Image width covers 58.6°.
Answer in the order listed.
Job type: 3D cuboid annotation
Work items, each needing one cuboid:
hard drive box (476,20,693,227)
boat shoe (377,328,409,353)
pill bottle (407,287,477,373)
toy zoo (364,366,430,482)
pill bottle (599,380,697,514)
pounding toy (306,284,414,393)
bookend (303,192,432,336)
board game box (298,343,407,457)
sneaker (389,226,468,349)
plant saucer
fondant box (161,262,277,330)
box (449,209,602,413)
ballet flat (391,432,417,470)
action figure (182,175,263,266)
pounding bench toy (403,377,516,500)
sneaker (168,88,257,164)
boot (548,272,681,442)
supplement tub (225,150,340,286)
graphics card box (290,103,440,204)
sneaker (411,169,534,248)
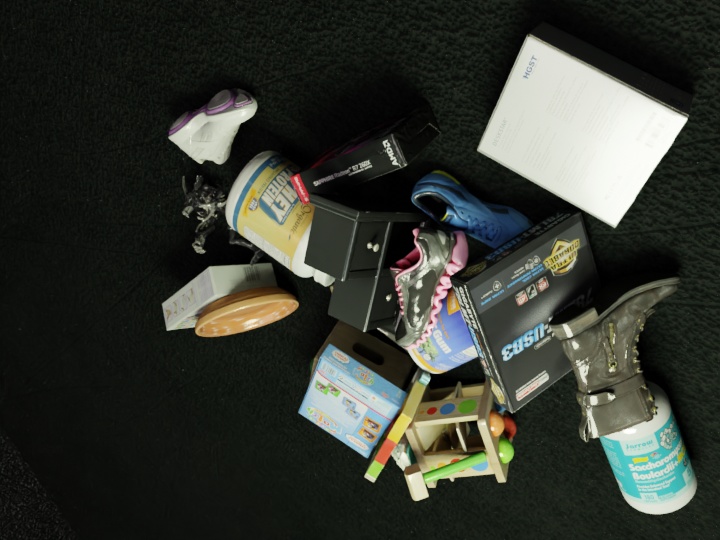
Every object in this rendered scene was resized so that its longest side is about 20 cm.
[{"bbox_3d":[0.263,-0.176,0.771,0.197,0.077,0.158,32,132,12],"label":"hard drive box"},{"bbox_3d":[0.043,0.085,1.098,0.198,0.067,0.058,35,128,5],"label":"boat shoe"},{"bbox_3d":[0.165,0.073,0.976,0.113,0.112,0.199,49,133,-5],"label":"pill bottle"},{"bbox_3d":[0.068,0.238,1.052,0.020,0.132,0.203,27,126,5],"label":"toy zoo"},{"bbox_3d":[0.403,0.238,0.925,0.109,0.111,0.203,-14,111,39],"label":"pill bottle"},{"bbox_3d":[-0.011,0.170,1.163,0.197,0.143,0.186,28,139,10],"label":"pounding toy"},{"bbox_3d":[0.000,0.000,0.931,0.091,0.198,0.204,21,104,33],"label":"bookend"},{"bbox_3d":[-0.019,0.225,1.080,0.149,0.037,0.202,31,139,6],"label":"board game box"},{"bbox_3d":[0.078,0.022,0.920,0.093,0.080,0.204,14,119,-14],"label":"sneaker"},{"bbox_3d":[-0.213,0.074,1.193,0.198,0.197,0.038,-30,72,42],"label":"plant saucer"},{"bbox_3d":[-0.271,0.051,1.228,0.198,0.142,0.060,-31,71,41],"label":"fondant box"},{"bbox_3d":[0.237,0.053,0.865,0.202,0.197,0.050,66,164,-18],"label":"box"},{"bbox_3d":[0.089,0.311,1.130,0.070,0.199,0.074,0,90,22],"label":"ballet flat"},{"bbox_3d":[-0.264,-0.094,1.165,0.197,0.103,0.120,29,143,12],"label":"action figure"},{"bbox_3d":[0.166,0.283,1.039,0.152,0.201,0.127,-12,113,25],"label":"pounding bench toy"},{"bbox_3d":[-0.233,-0.239,1.082,0.196,0.076,0.100,-11,131,38],"label":"sneaker"},{"bbox_3d":[0.350,0.112,0.840,0.196,0.069,0.178,-25,96,1],"label":"boot"},{"bbox_3d":[-0.102,-0.082,1.032,0.198,0.145,0.146,33,132,10],"label":"supplement tub"},{"bbox_3d":[0.005,-0.164,0.919,0.197,0.125,0.052,-13,112,39],"label":"graphics card box"},{"bbox_3d":[0.160,-0.068,0.912,0.197,0.079,0.067,32,130,11],"label":"sneaker"}]
